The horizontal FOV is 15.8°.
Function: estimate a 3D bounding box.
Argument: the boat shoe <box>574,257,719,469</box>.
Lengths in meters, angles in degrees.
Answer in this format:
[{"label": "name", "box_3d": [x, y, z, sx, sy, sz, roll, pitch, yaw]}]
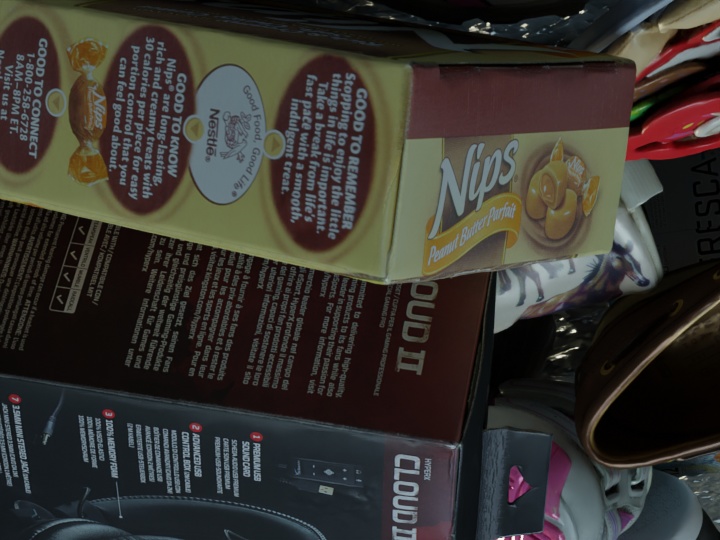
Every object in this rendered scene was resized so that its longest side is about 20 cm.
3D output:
[{"label": "boat shoe", "box_3d": [0.153, 0.013, 0.824, 0.200, 0.072, 0.068, -30, -171, 30]}]

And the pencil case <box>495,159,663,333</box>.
[{"label": "pencil case", "box_3d": [0.000, 0.000, 0.852, 0.199, 0.078, 0.089, -20, -173, 2]}]

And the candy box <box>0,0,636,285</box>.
[{"label": "candy box", "box_3d": [-0.043, -0.044, 0.675, 0.199, 0.056, 0.115, 13, -168, 31]}]

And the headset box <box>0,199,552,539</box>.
[{"label": "headset box", "box_3d": [-0.045, 0.052, 0.750, 0.199, 0.078, 0.149, 7, 142, 6]}]

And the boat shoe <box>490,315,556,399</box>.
[{"label": "boat shoe", "box_3d": [0.015, 0.027, 0.988, 0.076, 0.072, 0.200, -57, 157, 8]}]

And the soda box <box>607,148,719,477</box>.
[{"label": "soda box", "box_3d": [0.132, 0.018, 0.987, 0.068, 0.064, 0.200, -7, 157, 8]}]

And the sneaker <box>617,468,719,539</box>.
[{"label": "sneaker", "box_3d": [0.096, 0.121, 1.097, 0.099, 0.071, 0.200, 53, 164, -26]}]

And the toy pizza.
[{"label": "toy pizza", "box_3d": [0.143, -0.072, 0.730, 0.199, 0.032, 0.200, -21, 169, -4]}]

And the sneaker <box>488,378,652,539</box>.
[{"label": "sneaker", "box_3d": [0.061, 0.074, 0.943, 0.088, 0.081, 0.200, -47, 174, -11]}]

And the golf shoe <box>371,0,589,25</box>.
[{"label": "golf shoe", "box_3d": [0.005, -0.111, 0.641, 0.199, 0.073, 0.092, 1, 156, -11]}]
